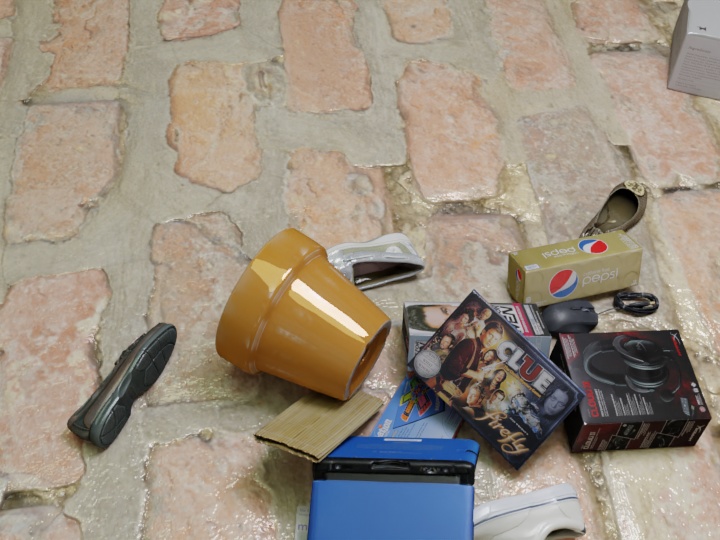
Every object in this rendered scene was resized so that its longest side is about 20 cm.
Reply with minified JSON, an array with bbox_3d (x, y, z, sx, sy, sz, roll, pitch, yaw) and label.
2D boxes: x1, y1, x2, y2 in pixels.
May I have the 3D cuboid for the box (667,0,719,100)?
[{"bbox_3d":[0.707,-0.437,1.817,0.197,0.132,0.200,14,50,8],"label":"box"}]

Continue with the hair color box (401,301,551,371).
[{"bbox_3d":[0.160,0.093,1.345,0.197,0.061,0.099,0,26,-3],"label":"hair color box"}]

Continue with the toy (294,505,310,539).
[{"bbox_3d":[-0.026,0.364,1.124,0.113,0.048,0.202,4,50,-2],"label":"toy"}]

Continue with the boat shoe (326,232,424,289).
[{"bbox_3d":[0.001,0.001,1.426,0.200,0.075,0.065,-16,47,-26],"label":"boat shoe"}]

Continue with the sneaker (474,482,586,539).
[{"bbox_3d":[0.187,0.320,1.163,0.197,0.073,0.071,-15,58,-12],"label":"sneaker"}]

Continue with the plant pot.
[{"bbox_3d":[-0.065,0.075,1.279,0.182,0.201,0.201,30,53,13],"label":"plant pot"}]

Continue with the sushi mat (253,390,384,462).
[{"bbox_3d":[-0.049,0.192,1.229,0.094,0.012,0.200,15,19,22],"label":"sushi mat"}]

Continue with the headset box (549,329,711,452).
[{"bbox_3d":[0.356,0.164,1.307,0.197,0.078,0.150,0,49,-7],"label":"headset box"}]

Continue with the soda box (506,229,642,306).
[{"bbox_3d":[0.326,-0.002,1.446,0.197,0.069,0.064,-11,32,-13],"label":"soda box"}]

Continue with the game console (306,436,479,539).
[{"bbox_3d":[0.044,0.282,1.158,0.197,0.120,0.171,0,5,11],"label":"game console"}]

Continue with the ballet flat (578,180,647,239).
[{"bbox_3d":[0.416,-0.092,1.553,0.067,0.047,0.200,33,55,22],"label":"ballet flat"}]

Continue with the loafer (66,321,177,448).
[{"bbox_3d":[-0.322,0.143,1.282,0.062,0.072,0.201,16,52,17],"label":"loafer"}]

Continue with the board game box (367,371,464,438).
[{"bbox_3d":[0.079,0.210,1.285,0.102,0.020,0.201,25,52,15],"label":"board game box"}]

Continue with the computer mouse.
[{"bbox_3d":[0.362,0.059,1.427,0.197,0.034,0.059,-13,50,-15],"label":"computer mouse"}]

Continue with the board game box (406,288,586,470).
[{"bbox_3d":[0.178,0.142,1.253,0.200,0.035,0.136,42,98,8],"label":"board game box"}]
